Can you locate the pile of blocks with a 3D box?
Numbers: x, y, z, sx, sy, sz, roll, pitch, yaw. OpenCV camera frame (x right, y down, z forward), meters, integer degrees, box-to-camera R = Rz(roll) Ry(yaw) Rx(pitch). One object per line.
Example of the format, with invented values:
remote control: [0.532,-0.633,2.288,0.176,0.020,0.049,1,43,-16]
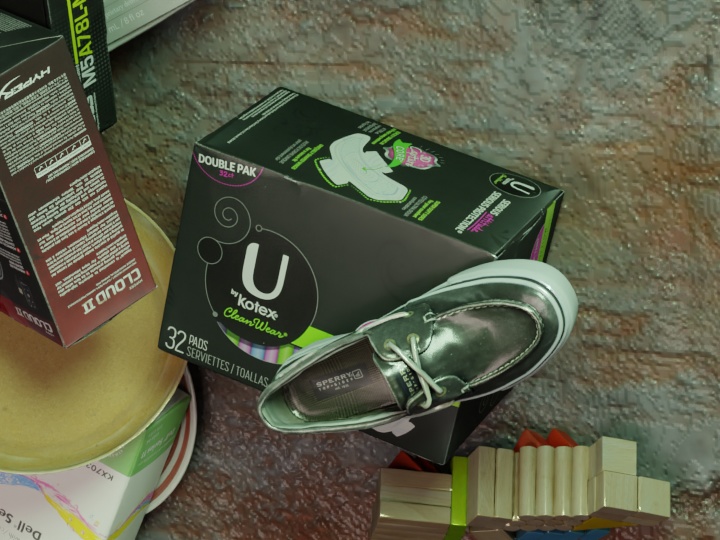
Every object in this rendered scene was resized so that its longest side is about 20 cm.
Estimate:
pile of blocks: [0.099,0.136,1.590,0.199,0.082,0.062,-4,65,16]

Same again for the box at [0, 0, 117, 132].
box: [-0.226,-0.198,1.517,0.200,0.047,0.194,43,155,29]

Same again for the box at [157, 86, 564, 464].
box: [0.000,0.000,1.535,0.199,0.124,0.149,21,118,17]

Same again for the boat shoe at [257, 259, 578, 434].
boat shoe: [0.031,0.056,1.429,0.199,0.071,0.072,-24,99,28]

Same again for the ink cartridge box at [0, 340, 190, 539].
ink cartridge box: [-0.206,0.147,1.691,0.117,0.067,0.201,29,118,12]

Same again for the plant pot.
plant pot: [-0.205,0.038,1.619,0.199,0.201,0.028,28,163,12]

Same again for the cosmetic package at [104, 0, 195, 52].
cosmetic package: [-0.158,-0.247,1.533,0.107,0.090,0.201,-26,101,33]

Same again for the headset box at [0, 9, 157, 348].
headset box: [-0.213,-0.056,1.522,0.149,0.077,0.201,25,142,49]

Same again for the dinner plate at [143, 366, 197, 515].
dinner plate: [-0.196,0.079,1.713,0.199,0.024,0.201,8,112,21]
